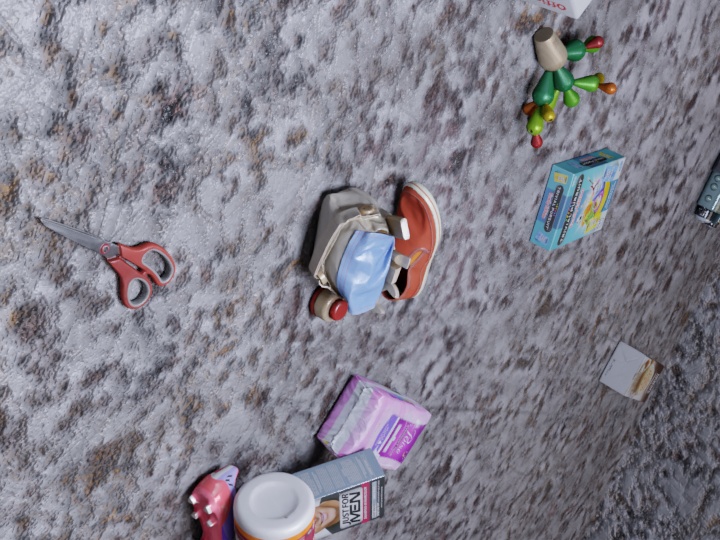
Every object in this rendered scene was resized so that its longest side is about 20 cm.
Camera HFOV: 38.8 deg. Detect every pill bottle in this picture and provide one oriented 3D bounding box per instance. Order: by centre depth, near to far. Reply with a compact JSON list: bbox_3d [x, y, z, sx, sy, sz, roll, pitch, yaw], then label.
[{"bbox_3d":[-0.116,0.381,1.389,0.109,0.109,0.201,-32,138,-38],"label":"pill bottle"}]

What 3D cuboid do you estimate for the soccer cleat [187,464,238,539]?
[{"bbox_3d":[-0.189,0.354,1.407,0.076,0.066,0.201,-39,141,-38],"label":"soccer cleat"}]

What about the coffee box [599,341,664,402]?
[{"bbox_3d":[0.689,0.259,2.585,0.200,0.079,0.115,20,99,-59],"label":"coffee box"}]

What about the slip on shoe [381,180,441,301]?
[{"bbox_3d":[0.066,-0.035,1.445,0.061,0.074,0.201,-28,142,-37],"label":"slip on shoe"}]

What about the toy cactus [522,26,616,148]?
[{"bbox_3d":[0.309,-0.299,1.566,0.200,0.102,0.165,-46,138,-6],"label":"toy cactus"}]

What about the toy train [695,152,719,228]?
[{"bbox_3d":[0.885,-0.201,2.492,0.113,0.085,0.201,10,109,-45],"label":"toy train"}]

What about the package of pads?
[{"bbox_3d":[0.023,0.244,1.609,0.121,0.075,0.200,-56,149,1],"label":"package of pads"}]

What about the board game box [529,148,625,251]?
[{"bbox_3d":[0.399,-0.131,1.866,0.199,0.047,0.152,-20,131,-47],"label":"board game box"}]

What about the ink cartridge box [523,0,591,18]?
[{"bbox_3d":[0.213,-0.418,1.257,0.085,0.145,0.200,-55,149,-9],"label":"ink cartridge box"}]

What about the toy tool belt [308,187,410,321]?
[{"bbox_3d":[0.000,0.000,1.323,0.124,0.122,0.201,-23,134,-45],"label":"toy tool belt"}]

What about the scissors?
[{"bbox_3d":[-0.252,-0.025,1.044,0.073,0.014,0.200,-50,147,-12],"label":"scissors"}]

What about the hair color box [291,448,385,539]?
[{"bbox_3d":[-0.065,0.342,1.504,0.198,0.061,0.100,-15,132,-16],"label":"hair color box"}]
